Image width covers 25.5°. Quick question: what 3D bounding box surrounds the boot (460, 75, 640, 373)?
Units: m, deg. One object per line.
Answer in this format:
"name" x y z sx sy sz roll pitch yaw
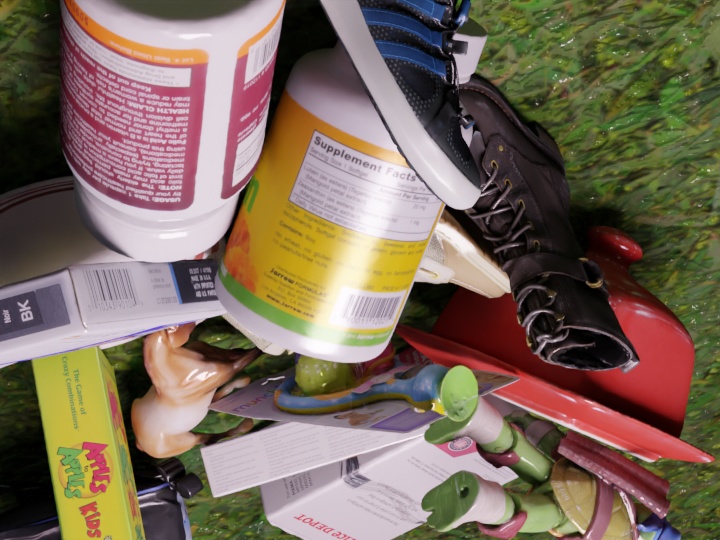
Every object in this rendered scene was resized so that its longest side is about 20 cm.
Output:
"boot" 0.098 -0.024 1.000 0.200 0.175 0.069 19 134 -43

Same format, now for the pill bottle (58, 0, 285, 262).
"pill bottle" -0.104 -0.100 0.851 0.114 0.115 0.200 -6 146 -15

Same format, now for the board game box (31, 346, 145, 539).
"board game box" -0.183 0.160 1.111 0.047 0.201 0.102 -12 167 -4

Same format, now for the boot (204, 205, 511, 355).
"boot" 0.000 0.000 1.071 0.155 0.072 0.200 -43 134 20

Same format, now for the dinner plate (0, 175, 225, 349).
"dinner plate" -0.188 -0.006 1.043 0.199 0.024 0.200 -11 148 -7

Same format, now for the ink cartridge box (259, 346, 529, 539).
"ink cartridge box" 0.029 0.148 1.317 0.200 0.085 0.145 -29 145 18

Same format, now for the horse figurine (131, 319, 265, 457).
"horse figurine" -0.121 0.090 1.175 0.132 0.050 0.200 -15 153 -37

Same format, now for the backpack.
"backpack" -0.213 0.227 1.252 0.199 0.155 0.190 -8 -179 -4

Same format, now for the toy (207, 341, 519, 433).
"toy" -0.004 0.068 1.090 0.200 0.047 0.115 6 -160 45

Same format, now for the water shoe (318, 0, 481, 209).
"water shoe" 0.027 -0.129 0.806 0.079 0.201 0.072 -28 -174 3

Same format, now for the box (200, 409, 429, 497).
"box" -0.020 0.124 1.200 0.199 0.042 0.039 -18 174 3

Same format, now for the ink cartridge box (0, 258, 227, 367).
"ink cartridge box" -0.206 0.035 0.945 0.199 0.044 0.198 -15 177 17

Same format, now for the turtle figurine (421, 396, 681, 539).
"turtle figurine" 0.108 0.172 1.149 0.194 0.144 0.200 31 170 -36

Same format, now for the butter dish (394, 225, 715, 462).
"butter dish" 0.161 0.039 1.162 0.199 0.200 0.148 24 88 -47

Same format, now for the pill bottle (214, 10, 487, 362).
"pill bottle" -0.002 -0.059 0.914 0.111 0.111 0.201 9 113 -34
